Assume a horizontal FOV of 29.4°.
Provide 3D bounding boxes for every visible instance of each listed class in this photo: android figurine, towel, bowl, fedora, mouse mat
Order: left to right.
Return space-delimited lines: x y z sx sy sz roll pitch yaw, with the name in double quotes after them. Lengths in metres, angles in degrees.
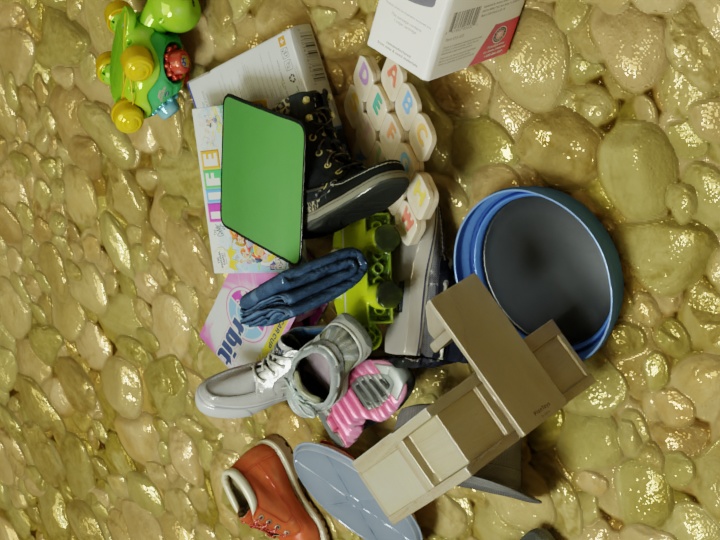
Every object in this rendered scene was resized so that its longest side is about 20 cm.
-0.111 -0.104 1.537 0.200 0.007 0.162 27 119 53 "mouse mat"
-0.065 0.023 1.527 0.049 0.111 0.200 67 160 2 "towel"
0.000 0.000 1.561 0.200 0.041 0.184 177 92 -72 "android figurine"
0.114 0.199 1.549 0.198 0.177 0.091 9 80 16 "fedora"
0.190 0.006 1.453 0.200 0.039 0.202 19 120 35 "bowl"

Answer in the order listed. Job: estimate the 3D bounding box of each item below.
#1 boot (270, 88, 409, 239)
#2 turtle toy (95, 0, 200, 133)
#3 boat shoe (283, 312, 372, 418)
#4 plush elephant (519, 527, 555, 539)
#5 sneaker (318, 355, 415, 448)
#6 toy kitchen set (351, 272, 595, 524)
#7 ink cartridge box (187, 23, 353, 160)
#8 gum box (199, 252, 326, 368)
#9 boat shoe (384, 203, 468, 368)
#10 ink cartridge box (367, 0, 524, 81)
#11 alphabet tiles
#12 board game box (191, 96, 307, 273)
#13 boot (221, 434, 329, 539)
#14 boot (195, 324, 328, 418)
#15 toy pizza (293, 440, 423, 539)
-0.032 -0.127 1.475 0.203 0.073 0.155 -25 74 54 "boot"
-0.257 -0.269 1.689 0.146 0.100 0.201 -116 35 -43 "turtle toy"
-0.049 0.117 1.548 0.075 0.065 0.202 49 147 6 "boat shoe"
0.166 0.425 1.592 0.199 0.155 0.166 -23 48 14 "plush elephant"
0.023 0.141 1.618 0.079 0.095 0.200 61 149 9 "sneaker"
0.094 0.123 1.433 0.164 0.199 0.180 55 144 8 "toy kitchen set"
-0.105 -0.166 1.636 0.199 0.047 0.199 -16 93 47 "ink cartridge box"
-0.121 0.055 1.734 0.114 0.066 0.201 46 132 19 "gum box"
0.086 0.013 1.537 0.075 0.092 0.202 1 83 65 "boat shoe"
0.102 -0.302 1.324 0.084 0.144 0.201 36 128 25 "ink cartridge box"
0.030 -0.132 1.497 0.196 0.014 0.201 115 137 -55 "alphabet tiles"
-0.131 -0.098 1.621 0.134 0.034 0.202 -1 99 44 "board game box"
-0.115 0.332 1.824 0.075 0.107 0.201 -25 92 43 "boot"
-0.104 0.113 1.658 0.096 0.199 0.074 94 157 -45 "boot"
0.000 0.278 1.713 0.199 0.032 0.201 31 152 19 "toy pizza"
